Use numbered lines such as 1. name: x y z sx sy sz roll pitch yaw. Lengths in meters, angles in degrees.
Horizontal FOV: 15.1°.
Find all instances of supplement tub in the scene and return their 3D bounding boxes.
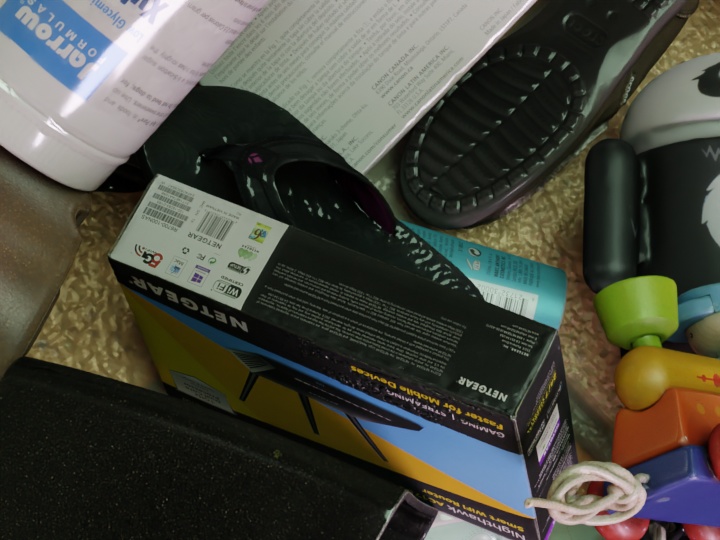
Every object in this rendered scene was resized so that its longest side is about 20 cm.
1. supplement tub: -0.099 -0.149 1.185 0.132 0.132 0.200 41 99 -3

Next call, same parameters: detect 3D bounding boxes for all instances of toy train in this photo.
1. toy train: 0.127 0.054 1.185 0.200 0.085 0.116 11 60 -47

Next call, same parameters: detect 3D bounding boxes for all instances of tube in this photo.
1. tube: 0.000 0.000 1.328 0.200 0.050 0.078 15 69 -8

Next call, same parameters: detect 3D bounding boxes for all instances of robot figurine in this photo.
1. robot figurine: 0.189 -0.009 1.342 0.125 0.150 0.200 -6 74 23

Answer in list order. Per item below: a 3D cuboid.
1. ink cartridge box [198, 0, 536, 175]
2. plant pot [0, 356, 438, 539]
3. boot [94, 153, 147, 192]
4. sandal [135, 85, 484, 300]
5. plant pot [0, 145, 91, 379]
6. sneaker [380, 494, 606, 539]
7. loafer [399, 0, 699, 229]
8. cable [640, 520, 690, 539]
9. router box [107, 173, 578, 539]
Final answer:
1. ink cartridge box: -0.029 -0.155 1.282 0.161 0.050 0.200 -45 103 8
2. plant pot: -0.097 0.143 1.168 0.177 0.200 0.200 29 86 8
3. boot: -0.172 -0.127 1.297 0.200 0.070 0.132 25 75 -5
4. sandal: -0.014 -0.023 1.260 0.200 0.048 0.075 36 65 -17
5. plant pot: -0.238 -0.021 1.187 0.198 0.200 0.200 31 69 -15
6. sneaker: 0.096 0.171 1.292 0.200 0.074 0.118 10 69 -16
7. loafer: 0.105 -0.090 1.364 0.200 0.071 0.073 -43 64 -4
8. cable: 0.194 0.191 1.261 0.163 0.051 0.200 -38 90 -37
9. router box: -0.003 0.043 1.218 0.200 0.149 0.051 21 67 19
